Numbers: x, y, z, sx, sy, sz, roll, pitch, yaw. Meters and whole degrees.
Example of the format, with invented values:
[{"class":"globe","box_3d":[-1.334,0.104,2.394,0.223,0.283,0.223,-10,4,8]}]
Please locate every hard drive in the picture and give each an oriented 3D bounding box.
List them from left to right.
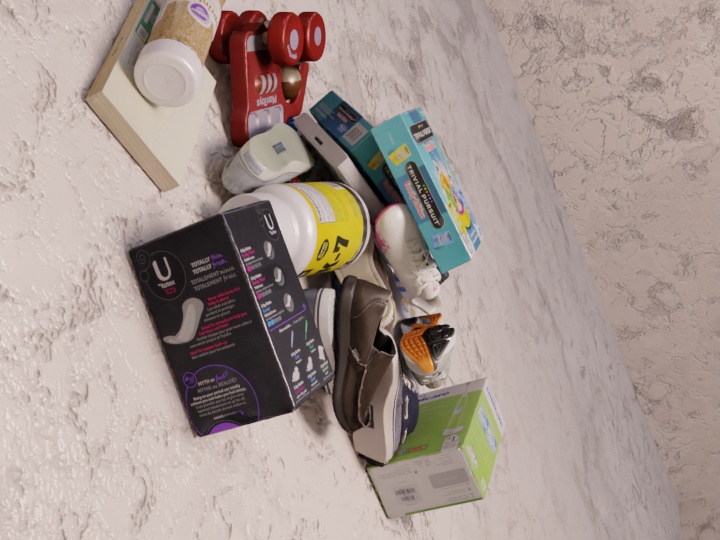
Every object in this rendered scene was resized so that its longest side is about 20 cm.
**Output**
[{"class":"hard drive","box_3d":[-0.010,-0.118,1.243,0.132,0.026,0.200,50,-1,43]}]

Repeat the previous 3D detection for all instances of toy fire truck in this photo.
[{"class":"toy fire truck","box_3d":[-0.120,-0.256,1.196,0.200,0.111,0.170,-38,132,-65]}]

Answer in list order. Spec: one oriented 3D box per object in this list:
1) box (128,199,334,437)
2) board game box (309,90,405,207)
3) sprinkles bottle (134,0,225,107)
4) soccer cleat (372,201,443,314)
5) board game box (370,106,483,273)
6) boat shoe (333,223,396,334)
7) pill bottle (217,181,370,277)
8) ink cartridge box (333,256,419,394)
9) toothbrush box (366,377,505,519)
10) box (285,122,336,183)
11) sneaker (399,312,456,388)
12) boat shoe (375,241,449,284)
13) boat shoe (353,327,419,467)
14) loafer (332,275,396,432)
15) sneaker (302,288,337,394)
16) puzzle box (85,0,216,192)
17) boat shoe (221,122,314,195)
[{"class":"box","box_3d":[-0.127,0.046,0.910,0.106,0.121,0.202,-30,101,-66]},{"class":"board game box","box_3d":[0.023,-0.147,1.289,0.200,0.047,0.151,50,0,-40]},{"class":"sprinkles bottle","box_3d":[-0.194,-0.264,0.992,0.068,0.068,0.201,52,29,-38]},{"class":"soccer cleat","box_3d":[0.074,-0.013,1.198,0.087,0.070,0.201,52,-7,32]},{"class":"board game box","box_3d":[0.092,-0.110,1.182,0.202,0.047,0.151,63,18,-6]},{"class":"boat shoe","box_3d":[0.000,0.000,1.202,0.060,0.071,0.201,67,3,-59]},{"class":"pill bottle","box_3d":[-0.080,-0.048,1.086,0.199,0.113,0.116,-13,85,-60]},{"class":"ink cartridge box","box_3d":[0.023,0.070,1.289,0.137,0.076,0.202,48,34,-45]},{"class":"toothbrush box","box_3d":[0.111,0.246,1.271,0.087,0.144,0.200,66,23,-14]},{"class":"box","box_3d":[-0.064,-0.123,1.286,0.111,0.034,0.201,61,25,-24]},{"class":"sneaker","box_3d":[0.095,0.118,1.192,0.200,0.075,0.093,-65,143,-80]},{"class":"boat shoe","box_3d":[0.067,-0.026,1.375,0.200,0.060,0.076,50,1,43]},{"class":"boat shoe","box_3d":[0.035,0.150,1.182,0.093,0.074,0.202,-34,135,-50]},{"class":"loafer","box_3d":[0.007,0.106,1.075,0.073,0.070,0.202,-69,162,-65]},{"class":"sneaker","box_3d":[-0.062,0.084,1.101,0.201,0.078,0.079,82,13,-53]},{"class":"puzzle box","box_3d":[-0.224,-0.199,0.995,0.133,0.025,0.201,54,29,-36]},{"class":"boat shoe","box_3d":[-0.119,-0.135,1.131,0.070,0.071,0.201,55,20,-2]}]
